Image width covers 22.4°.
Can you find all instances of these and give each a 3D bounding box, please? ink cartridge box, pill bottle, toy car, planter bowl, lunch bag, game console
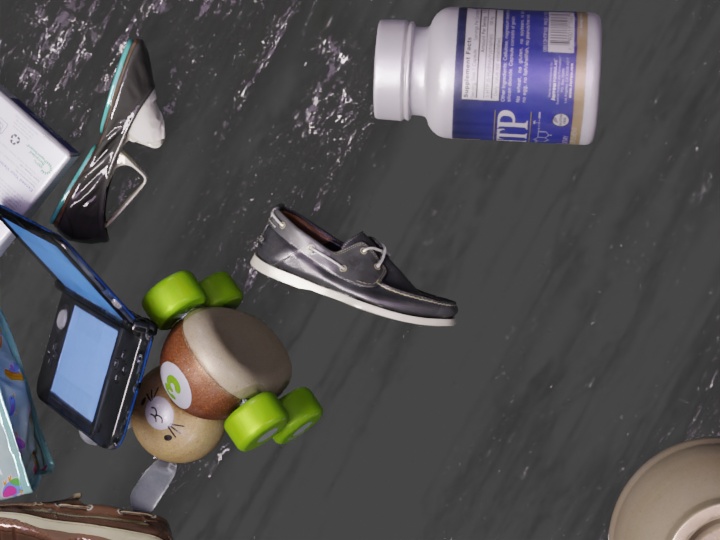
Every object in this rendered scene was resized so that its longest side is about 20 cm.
[{"bbox_3d":[-0.400,-0.097,1.720,0.196,0.043,0.200,41,99,4],"label":"ink cartridge box"},{"bbox_3d":[0.114,-0.177,1.641,0.199,0.120,0.120,3,92,5],"label":"pill bottle"},{"bbox_3d":[-0.167,0.125,1.664,0.200,0.158,0.165,-40,76,16],"label":"toy car"},{"bbox_3d":[0.324,0.257,1.627,0.199,0.135,0.202,0,92,5],"label":"planter bowl"},{"bbox_3d":[-0.396,0.123,1.688,0.169,0.122,0.201,-17,96,5],"label":"lunch bag"},{"bbox_3d":[-0.275,0.047,1.624,0.118,0.200,0.172,15,94,-30],"label":"game console"}]

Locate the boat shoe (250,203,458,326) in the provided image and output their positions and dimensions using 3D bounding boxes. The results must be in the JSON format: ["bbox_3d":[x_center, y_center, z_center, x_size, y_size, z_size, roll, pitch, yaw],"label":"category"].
[{"bbox_3d":[0.000,0.000,1.677,0.199,0.072,0.068,22,97,6],"label":"boat shoe"}]

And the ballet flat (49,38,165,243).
[{"bbox_3d":[-0.223,-0.115,1.700,0.068,0.068,0.201,24,103,-6],"label":"ballet flat"}]

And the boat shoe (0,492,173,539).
[{"bbox_3d":[-0.269,0.240,1.657,0.201,0.075,0.075,12,125,-6],"label":"boat shoe"}]
